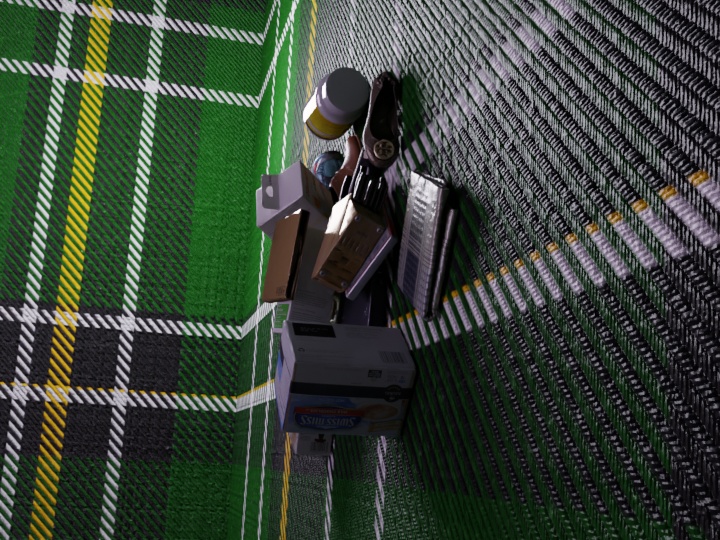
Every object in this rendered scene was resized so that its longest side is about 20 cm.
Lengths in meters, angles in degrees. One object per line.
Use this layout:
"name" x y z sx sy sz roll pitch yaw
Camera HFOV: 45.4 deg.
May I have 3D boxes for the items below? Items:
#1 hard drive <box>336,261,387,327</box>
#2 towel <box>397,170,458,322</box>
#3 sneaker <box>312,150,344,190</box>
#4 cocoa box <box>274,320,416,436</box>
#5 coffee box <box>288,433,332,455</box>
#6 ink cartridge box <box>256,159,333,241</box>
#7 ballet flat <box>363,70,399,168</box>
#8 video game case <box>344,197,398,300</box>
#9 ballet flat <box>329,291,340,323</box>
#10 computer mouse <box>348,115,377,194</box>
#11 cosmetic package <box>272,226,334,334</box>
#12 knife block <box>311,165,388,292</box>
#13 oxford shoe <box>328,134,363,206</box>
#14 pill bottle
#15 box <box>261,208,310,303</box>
"hard drive" 0.001 0.081 1.563 0.135 0.042 0.203 -15 67 62
"towel" 0.099 -0.045 1.310 0.193 0.034 0.203 -123 39 -73
"sneaker" -0.063 -0.175 1.937 0.096 0.078 0.201 -113 22 -44
"cocoa box" -0.029 0.172 1.372 0.134 0.197 0.133 -114 32 -62
"coffee box" -0.099 0.281 1.854 0.114 0.079 0.203 -145 61 -74
"ink cartridge box" -0.127 -0.119 1.817 0.125 0.200 0.129 -32 39 18
"ballet flat" 0.043 -0.276 1.546 0.046 0.067 0.202 115 163 -62
"video game case" 0.010 -0.054 1.556 0.143 0.017 0.201 -53 24 23
"ballet flat" -0.042 0.042 1.675 0.071 0.070 0.203 133 141 -67
"computer mouse" 0.018 -0.204 1.638 0.140 0.046 0.202 -94 21 -80
"cosmetic package" -0.098 0.026 1.625 0.107 0.084 0.203 168 113 -70
"knife block" -0.021 -0.084 1.551 0.201 0.064 0.176 -57 22 16
"oxford shoe" -0.029 -0.192 1.785 0.071 0.070 0.203 132 143 -70
"pill bottle" -0.052 -0.358 1.850 0.200 0.113 0.116 157 118 -74
"box" -0.143 -0.023 1.619 0.200 0.021 0.166 168 113 -71
